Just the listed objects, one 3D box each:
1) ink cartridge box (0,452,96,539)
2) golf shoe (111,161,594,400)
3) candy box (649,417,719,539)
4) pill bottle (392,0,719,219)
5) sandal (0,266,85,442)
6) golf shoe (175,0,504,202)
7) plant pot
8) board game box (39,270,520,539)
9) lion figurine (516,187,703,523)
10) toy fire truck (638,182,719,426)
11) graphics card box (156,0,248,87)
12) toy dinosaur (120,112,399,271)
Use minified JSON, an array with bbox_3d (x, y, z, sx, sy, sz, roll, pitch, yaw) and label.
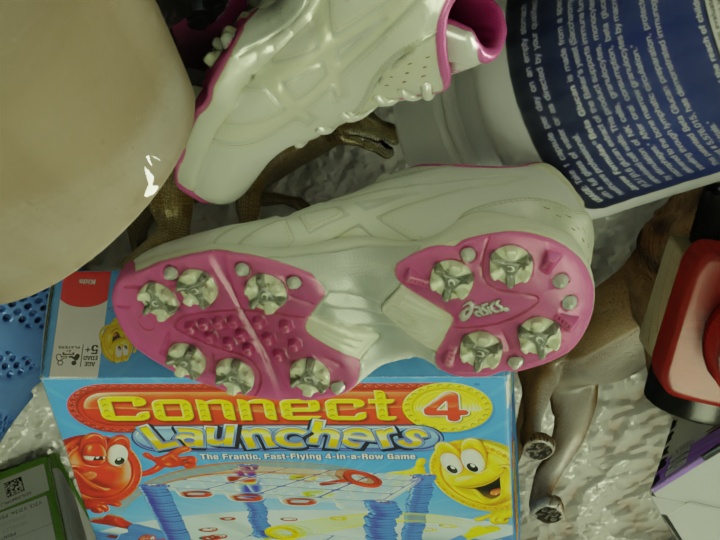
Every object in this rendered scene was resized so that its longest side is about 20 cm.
[{"bbox_3d":[-0.141,0.213,1.098,0.075,0.201,0.148,-20,135,1],"label":"ink cartridge box"},{"bbox_3d":[0.000,0.000,0.916,0.198,0.092,0.076,-3,125,16],"label":"golf shoe"},{"bbox_3d":[0.233,0.075,1.113,0.167,0.072,0.200,-34,178,12],"label":"candy box"},{"bbox_3d":[0.116,-0.085,0.941,0.199,0.112,0.111,-17,141,33],"label":"pill bottle"},{"bbox_3d":[-0.180,0.067,1.029,0.079,0.087,0.201,17,123,-29],"label":"sandal"},{"bbox_3d":[-0.003,-0.083,0.852,0.091,0.075,0.200,34,131,-4],"label":"golf shoe"},{"bbox_3d":[-0.153,-0.088,0.792,0.199,0.201,0.174,-33,123,12],"label":"plant pot"},{"bbox_3d":[-0.028,0.078,1.024,0.198,0.056,0.196,-1,145,5],"label":"board game box"},{"bbox_3d":[0.125,0.033,1.108,0.199,0.123,0.072,-30,129,32],"label":"lion figurine"},{"bbox_3d":[0.216,0.033,0.889,0.175,0.200,0.130,14,104,-7],"label":"toy fire truck"},{"bbox_3d":[-0.071,-0.155,0.884,0.125,0.051,0.200,13,128,-30],"label":"graphics card box"},{"bbox_3d":[-0.084,-0.040,0.998,0.198,0.058,0.102,-6,119,-24],"label":"toy dinosaur"}]
